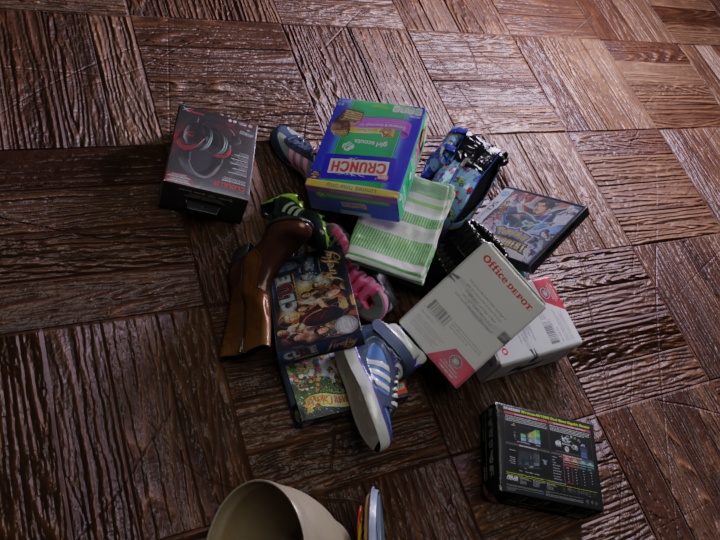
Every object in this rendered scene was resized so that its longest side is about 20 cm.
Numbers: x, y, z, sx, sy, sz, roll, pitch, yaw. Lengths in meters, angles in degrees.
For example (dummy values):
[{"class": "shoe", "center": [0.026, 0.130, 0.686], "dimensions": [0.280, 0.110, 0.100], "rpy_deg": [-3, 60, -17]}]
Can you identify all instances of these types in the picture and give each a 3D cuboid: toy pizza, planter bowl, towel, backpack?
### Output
[{"class": "toy pizza", "center": [0.013, 0.391, 0.937], "dimensions": [0.031, 0.201, 0.202], "rpy_deg": [-4, 56, 5]}, {"class": "planter bowl", "center": [-0.091, 0.379, 0.907], "dimensions": [0.134, 0.199, 0.202], "rpy_deg": [23, 47, -43]}, {"class": "towel", "center": [0.070, -0.083, 1.233], "dimensions": [0.151, 0.023, 0.202], "rpy_deg": [16, 65, 9]}, {"class": "backpack", "center": [0.171, -0.150, 1.366], "dimensions": [0.134, 0.183, 0.201], "rpy_deg": [33, 60, 5]}]

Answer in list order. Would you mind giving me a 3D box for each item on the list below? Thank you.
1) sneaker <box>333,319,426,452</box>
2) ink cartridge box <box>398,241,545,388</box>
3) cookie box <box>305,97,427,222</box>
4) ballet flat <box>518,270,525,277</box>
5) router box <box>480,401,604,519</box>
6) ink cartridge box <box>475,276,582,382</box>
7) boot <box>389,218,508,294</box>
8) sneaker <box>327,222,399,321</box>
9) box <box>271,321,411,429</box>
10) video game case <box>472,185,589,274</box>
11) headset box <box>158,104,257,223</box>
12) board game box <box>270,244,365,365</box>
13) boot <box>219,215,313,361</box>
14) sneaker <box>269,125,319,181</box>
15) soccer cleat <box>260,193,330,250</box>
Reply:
[{"class": "sneaker", "center": [0.052, 0.171, 1.108], "dimensions": [0.145, 0.081, 0.201], "rpy_deg": [-10, 57, -22]}, {"class": "ink cartridge box", "center": [0.186, 0.072, 1.176], "dimensions": [0.200, 0.083, 0.147], "rpy_deg": [-42, 82, 7]}, {"class": "cookie box", "center": [0.014, -0.197, 1.246], "dimensions": [0.169, 0.075, 0.202], "rpy_deg": [10, 62, 16]}, {"class": "ballet flat", "center": [0.289, -0.034, 1.404], "dimensions": [0.068, 0.067, 0.201], "rpy_deg": [36, 40, -17]}, {"class": "router box", "center": [0.299, 0.318, 1.184], "dimensions": [0.198, 0.062, 0.151], "rpy_deg": [16, 55, -14]}, {"class": "ink cartridge box", "center": [0.283, 0.106, 1.302], "dimensions": [0.198, 0.084, 0.145], "rpy_deg": [-9, 64, -29]}, {"class": "boot", "center": [0.143, -0.035, 1.271], "dimensions": [0.210, 0.158, 0.080], "rpy_deg": [29, 39, -14]}, {"class": "sneaker", "center": [0.000, 0.000, 1.266], "dimensions": [0.095, 0.079, 0.201], "rpy_deg": [-11, 63, -53]}, {"class": "box", "center": [-0.030, 0.166, 1.153], "dimensions": [0.198, 0.038, 0.138], "rpy_deg": [-8, 63, -28]}, {"class": "video game case", "center": [0.305, -0.084, 1.367], "dimensions": [0.180, 0.026, 0.199], "rpy_deg": [-41, 38, -21]}, {"class": "headset box", "center": [-0.267, -0.179, 1.250], "dimensions": [0.147, 0.075, 0.202], "rpy_deg": [13, 54, -17]}, {"class": "board game box", "center": [-0.076, 0.050, 1.143], "dimensions": [0.134, 0.035, 0.201], "rpy_deg": [-14, 45, -1]}, {"class": "boot", "center": [-0.149, 0.027, 1.105], "dimensions": [0.068, 0.187, 0.202], "rpy_deg": [39, 40, -41]}, {"class": "sneaker", "center": [-0.093, -0.218, 1.348], "dimensions": [0.200, 0.082, 0.070], "rpy_deg": [47, 54, 10]}, {"class": "soccer cleat", "center": [-0.113, -0.078, 1.221], "dimensions": [0.080, 0.068, 0.200], "rpy_deg": [-18, 30, -19]}]
